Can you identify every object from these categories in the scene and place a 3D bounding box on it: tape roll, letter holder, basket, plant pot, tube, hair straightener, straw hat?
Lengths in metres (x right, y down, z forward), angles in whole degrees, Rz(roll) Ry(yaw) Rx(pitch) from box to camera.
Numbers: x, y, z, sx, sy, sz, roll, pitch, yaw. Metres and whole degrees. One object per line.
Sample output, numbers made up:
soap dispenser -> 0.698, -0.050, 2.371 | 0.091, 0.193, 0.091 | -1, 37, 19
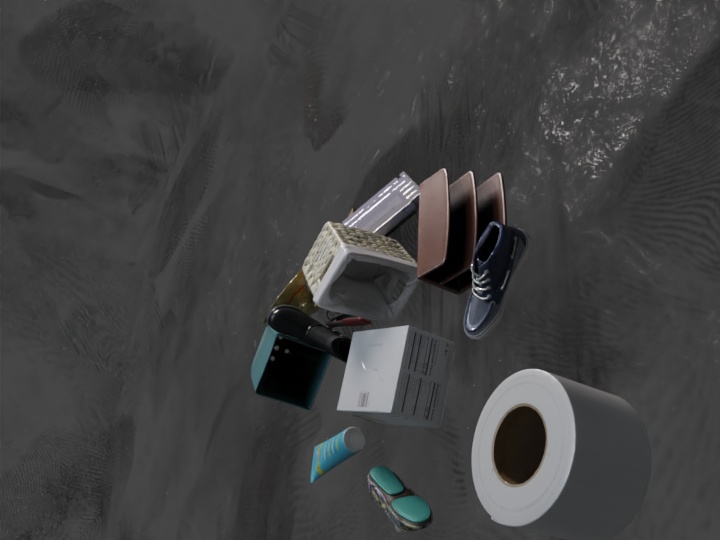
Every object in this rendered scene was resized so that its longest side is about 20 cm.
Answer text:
tape roll -> 0.259, 0.244, 1.116 | 0.202, 0.138, 0.205 | -41, 38, 44
letter holder -> 0.183, -0.084, 1.523 | 0.142, 0.099, 0.203 | -33, 45, 48
basket -> 0.000, 0.000, 1.668 | 0.137, 0.198, 0.124 | -58, 40, 24
plant pot -> -0.176, 0.210, 1.988 | 0.143, 0.140, 0.200 | -68, 20, 5
tube -> -0.056, 0.376, 1.747 | 0.200, 0.050, 0.078 | -44, 29, 51
hair straightener -> -0.026, 0.090, 1.889 | 0.199, 0.040, 0.078 | -21, 54, 63
straw hat -> -0.147, 0.083, 2.049 | 0.202, 0.085, 0.201 | -52, -4, -5

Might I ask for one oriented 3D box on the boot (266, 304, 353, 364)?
boot -> -0.097, 0.142, 1.822 | 0.199, 0.163, 0.067 | 28, 96, 60

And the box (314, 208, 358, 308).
box -> -0.054, -0.029, 1.978 | 0.202, 0.021, 0.164 | -61, 13, 22

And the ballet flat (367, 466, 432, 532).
ballet flat -> 0.071, 0.411, 1.467 | 0.200, 0.071, 0.073 | 32, 101, 63

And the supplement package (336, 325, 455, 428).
supplement package -> 0.063, 0.197, 1.554 | 0.199, 0.110, 0.158 | -14, 60, 60

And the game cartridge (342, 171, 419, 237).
game cartridge -> 0.044, -0.117, 1.798 | 0.199, 0.038, 0.130 | -39, 36, 3

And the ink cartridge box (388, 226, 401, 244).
ink cartridge box -> 0.025, -0.076, 1.876 | 0.160, 0.047, 0.202 | -44, 38, 42

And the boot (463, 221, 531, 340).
boot -> 0.206, 0.016, 1.405 | 0.072, 0.090, 0.203 | 29, 99, 43
